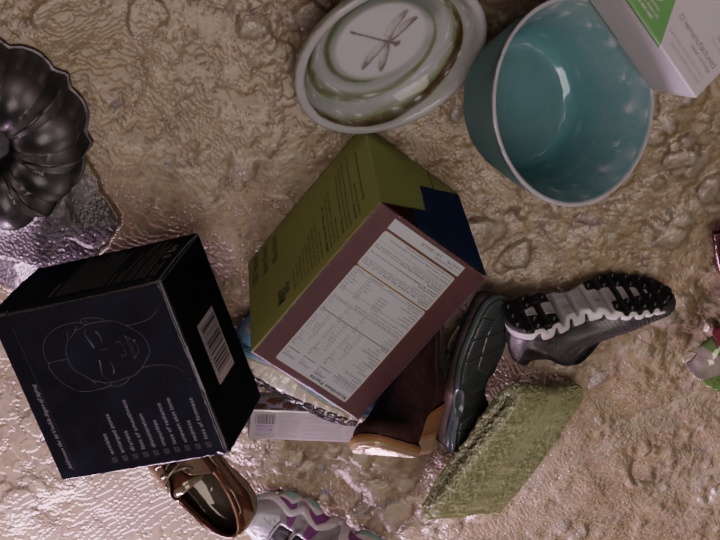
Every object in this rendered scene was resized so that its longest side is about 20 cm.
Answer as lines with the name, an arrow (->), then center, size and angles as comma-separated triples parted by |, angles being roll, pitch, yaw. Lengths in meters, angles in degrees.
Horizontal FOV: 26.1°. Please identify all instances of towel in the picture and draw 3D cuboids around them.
towel -> 0.158, 0.203, 1.741 | 0.148, 0.036, 0.200 | 5, 125, -49

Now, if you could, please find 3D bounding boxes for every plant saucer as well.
plant saucer -> 0.023, -0.219, 1.513 | 0.200, 0.050, 0.200 | -17, 145, -12

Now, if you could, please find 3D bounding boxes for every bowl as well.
bowl -> 0.180, -0.166, 1.528 | 0.200, 0.105, 0.201 | -4, 98, -31

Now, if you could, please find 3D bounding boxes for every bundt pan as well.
bundt pan -> -0.366, -0.122, 1.530 | 0.201, 0.076, 0.202 | -3, 118, -5

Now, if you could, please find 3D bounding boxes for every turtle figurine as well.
turtle figurine -> 0.452, 0.048, 1.671 | 0.200, 0.144, 0.194 | 21, 117, -12

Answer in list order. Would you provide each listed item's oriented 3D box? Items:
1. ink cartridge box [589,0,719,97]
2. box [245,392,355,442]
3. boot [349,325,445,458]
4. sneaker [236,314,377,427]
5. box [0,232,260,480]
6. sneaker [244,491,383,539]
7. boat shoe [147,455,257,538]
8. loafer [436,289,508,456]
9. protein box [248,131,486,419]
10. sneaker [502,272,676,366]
ink cartridge box -> 0.327, -0.288, 1.480 | 0.200, 0.084, 0.146 | -46, 116, -8
box -> -0.027, 0.165, 1.734 | 0.199, 0.039, 0.042 | 2, 118, -8
boot -> 0.040, 0.108, 1.608 | 0.072, 0.200, 0.167 | 2, 87, 18
sneaker -> -0.046, 0.104, 1.670 | 0.200, 0.078, 0.090 | 28, 78, -9
box -> -0.236, 0.090, 1.585 | 0.196, 0.124, 0.200 | -12, 111, 19
sneaker -> -0.047, 0.332, 1.759 | 0.200, 0.140, 0.078 | 22, 113, -17
boat shoe -> -0.190, 0.216, 1.711 | 0.200, 0.072, 0.076 | 44, 105, -10
loafer -> 0.109, 0.108, 1.709 | 0.072, 0.063, 0.200 | -14, 123, -44
protein box -> 0.000, 0.000, 1.562 | 0.135, 0.199, 0.200 | 35, 109, -20
sneaker -> 0.246, 0.058, 1.699 | 0.200, 0.067, 0.091 | -11, 137, -13
